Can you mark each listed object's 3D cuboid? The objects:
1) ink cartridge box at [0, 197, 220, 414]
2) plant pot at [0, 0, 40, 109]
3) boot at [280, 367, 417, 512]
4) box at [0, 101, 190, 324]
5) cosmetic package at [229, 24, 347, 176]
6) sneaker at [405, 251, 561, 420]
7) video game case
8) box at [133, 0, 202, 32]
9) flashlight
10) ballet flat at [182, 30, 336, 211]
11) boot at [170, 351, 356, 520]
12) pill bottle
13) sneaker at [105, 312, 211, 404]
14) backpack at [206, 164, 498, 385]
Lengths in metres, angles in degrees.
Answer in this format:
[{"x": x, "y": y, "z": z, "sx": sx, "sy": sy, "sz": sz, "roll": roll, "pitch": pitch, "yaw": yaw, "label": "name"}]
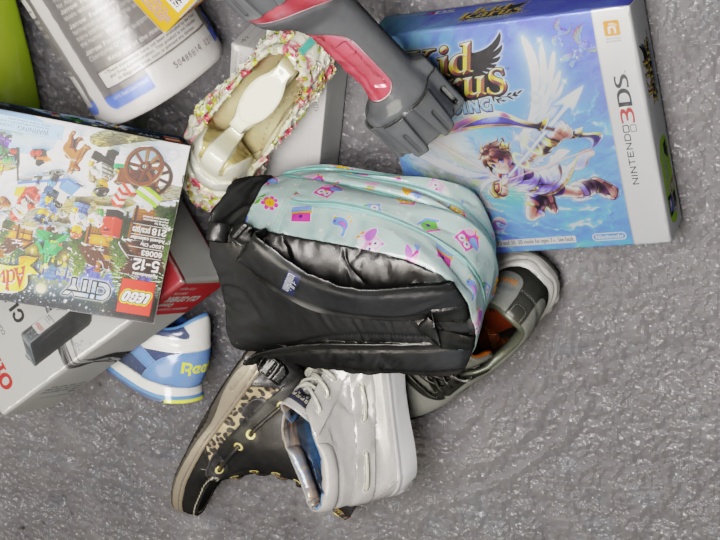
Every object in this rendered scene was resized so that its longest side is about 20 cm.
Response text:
[{"x": -0.230, "y": 0.002, "z": 1.370, "sx": 0.199, "sy": 0.084, "sz": 0.145, "roll": -35, "pitch": 79, "yaw": 19, "label": "ink cartridge box"}, {"x": -0.381, "y": -0.133, "z": 1.314, "sx": 0.197, "sy": 0.182, "sz": 0.201, "roll": 17, "pitch": 143, "yaw": 15, "label": "plant pot"}, {"x": -0.019, "y": 0.088, "z": 1.344, "sx": 0.073, "sy": 0.095, "sz": 0.203, "roll": -10, "pitch": 92, "yaw": 58, "label": "boot"}, {"x": -0.234, "y": -0.046, "z": 1.240, "sx": 0.198, "sy": 0.038, "sz": 0.138, "roll": 9, "pitch": 101, "yaw": -18, "label": "box"}, {"x": -0.061, "y": -0.084, "z": 1.326, "sx": 0.082, "sy": 0.051, "sz": 0.202, "roll": 14, "pitch": 123, "yaw": 13, "label": "cosmetic package"}, {"x": 0.071, "y": 0.060, "z": 1.337, "sx": 0.074, "sy": 0.080, "sz": 0.200, "roll": 41, "pitch": 129, "yaw": -6, "label": "sneaker"}, {"x": 0.120, "y": -0.104, "z": 1.244, "sx": 0.198, "sy": 0.046, "sz": 0.183, "roll": -4, "pitch": 116, "yaw": 24, "label": "video game case"}, {"x": -0.067, "y": -0.257, "z": 1.187, "sx": 0.042, "sy": 0.119, "sz": 0.199, "roll": 47, "pitch": 125, "yaw": -9, "label": "box"}, {"x": -0.016, "y": -0.152, "z": 1.163, "sx": 0.067, "sy": 0.069, "sz": 0.200, "roll": -4, "pitch": 143, "yaw": 43, "label": "flashlight"}, {"x": -0.087, "y": -0.109, "z": 1.253, "sx": 0.075, "sy": 0.064, "sz": 0.200, "roll": 37, "pitch": 126, "yaw": -1, "label": "ballet flat"}, {"x": -0.068, "y": 0.165, "z": 1.462, "sx": 0.150, "sy": 0.073, "sz": 0.201, "roll": 31, "pitch": 120, "yaw": 3, "label": "boot"}, {"x": -0.197, "y": -0.219, "z": 1.265, "sx": 0.113, "sy": 0.114, "sz": 0.201, "roll": -21, "pitch": 109, "yaw": 30, "label": "pill bottle"}, {"x": -0.208, "y": 0.038, "z": 1.445, "sx": 0.198, "sy": 0.074, "sz": 0.083, "roll": 24, "pitch": 109, "yaw": 14, "label": "sneaker"}, {"x": 0.000, "y": 0.000, "z": 1.250, "sx": 0.197, "sy": 0.128, "sz": 0.168, "roll": 6, "pitch": 142, "yaw": 16, "label": "backpack"}]
